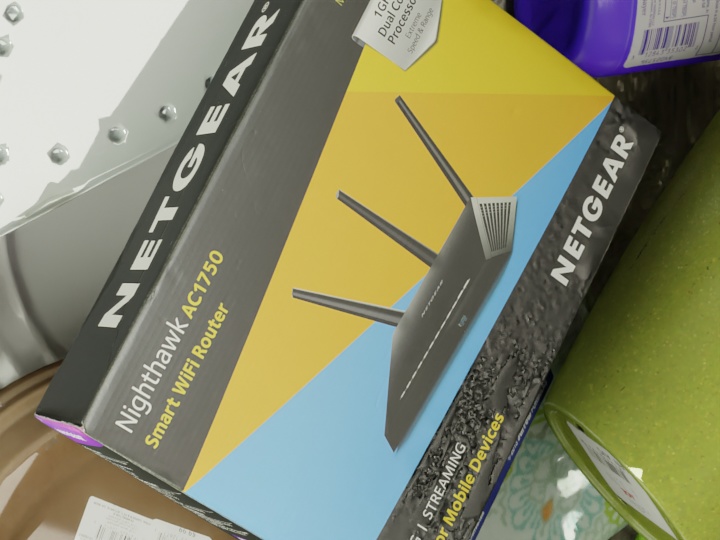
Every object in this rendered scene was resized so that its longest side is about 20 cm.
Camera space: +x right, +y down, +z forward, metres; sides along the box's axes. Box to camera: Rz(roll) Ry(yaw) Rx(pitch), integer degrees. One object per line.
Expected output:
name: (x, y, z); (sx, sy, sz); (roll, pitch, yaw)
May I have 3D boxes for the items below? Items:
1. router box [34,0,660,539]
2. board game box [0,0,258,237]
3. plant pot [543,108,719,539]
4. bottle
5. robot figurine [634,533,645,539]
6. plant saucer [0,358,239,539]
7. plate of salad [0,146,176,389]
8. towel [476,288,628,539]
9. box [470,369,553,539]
router box: (0.000, 0.000, 0.772); (0.149, 0.051, 0.201); (33, 75, -25)
board game box: (-0.105, -0.135, 0.763); (0.199, 0.026, 0.201); (-29, 108, -15)
plant pot: (0.178, 0.023, 0.942); (0.200, 0.187, 0.188); (-41, 121, -8)
bottle: (0.162, -0.137, 0.995); (0.199, 0.065, 0.084); (-12, 112, -30)
robot figurine: (0.171, 0.172, 1.042); (0.175, 0.115, 0.202); (-22, 134, -64)
plant saucer: (-0.073, 0.127, 0.777); (0.198, 0.029, 0.202); (0, 89, -29)
plate of salad: (-0.080, -0.006, 0.867); (0.198, 0.048, 0.202); (9, 71, -28)
towel: (0.031, 0.082, 0.980); (0.199, 0.048, 0.172); (-30, 116, -23)
box: (0.007, 0.004, 0.869); (0.201, 0.032, 0.121); (63, 38, -27)
